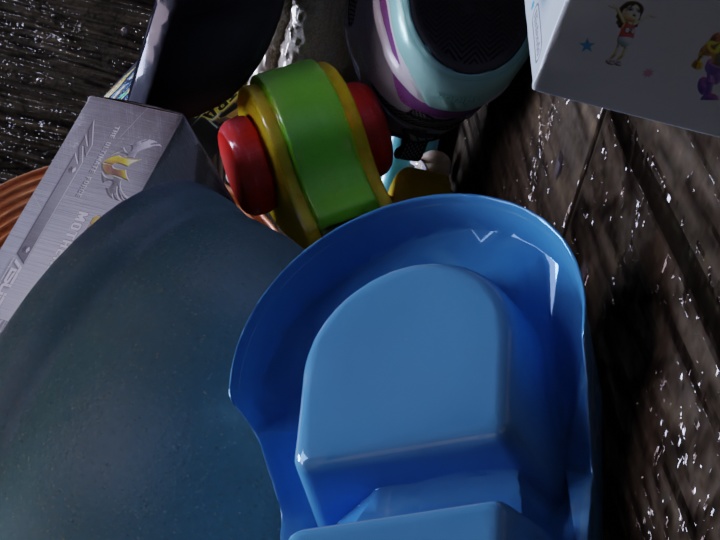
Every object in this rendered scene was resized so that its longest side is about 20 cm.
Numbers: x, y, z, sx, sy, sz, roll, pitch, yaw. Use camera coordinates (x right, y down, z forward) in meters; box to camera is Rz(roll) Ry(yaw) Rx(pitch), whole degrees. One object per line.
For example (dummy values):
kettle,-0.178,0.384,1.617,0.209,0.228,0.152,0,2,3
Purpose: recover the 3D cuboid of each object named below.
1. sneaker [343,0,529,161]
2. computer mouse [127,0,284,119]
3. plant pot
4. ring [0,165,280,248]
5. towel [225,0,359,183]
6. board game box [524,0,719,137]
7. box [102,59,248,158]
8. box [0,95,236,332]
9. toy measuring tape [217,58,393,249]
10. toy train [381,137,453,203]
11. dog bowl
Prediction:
sneaker,0.029,-0.144,0.852,0.140,0.078,0.200,126,155,-66
computer mouse,-0.052,-0.146,0.847,0.139,0.053,0.200,124,160,-62
plant pot,-0.042,0.085,0.695,0.200,0.134,0.200,-54,-22,-34
ring,-0.123,0.032,0.925,0.019,0.200,0.201,85,-171,-57
towel,0.000,-0.134,0.932,0.132,0.034,0.200,-34,-34,-51
board game box,0.098,-0.158,0.500,0.148,0.064,0.200,-90,16,-52
box,-0.054,-0.133,1.048,0.200,0.046,0.159,-48,15,-16
box,-0.106,0.055,0.800,0.200,0.048,0.158,-64,-27,-25
toy measuring tape,-0.013,-0.044,0.787,0.200,0.073,0.074,-142,64,-69
toy train,0.000,0.000,0.909,0.150,0.056,0.200,112,166,-45
dog bowl,0.018,0.071,0.565,0.050,0.111,0.200,57,-151,-46
